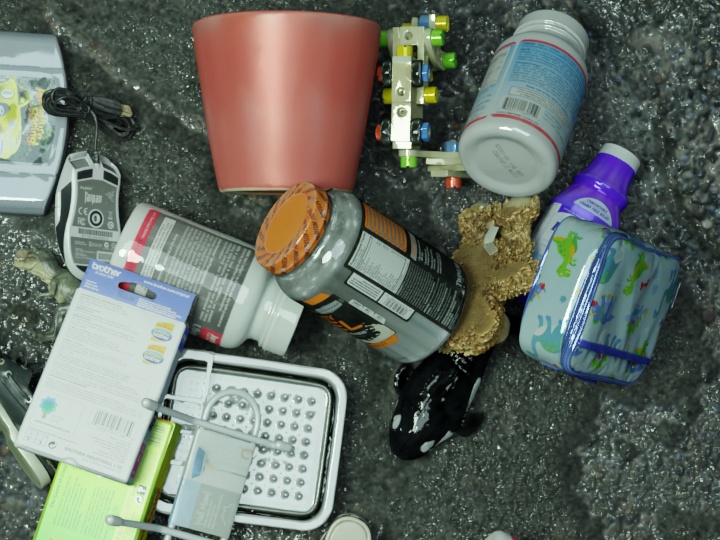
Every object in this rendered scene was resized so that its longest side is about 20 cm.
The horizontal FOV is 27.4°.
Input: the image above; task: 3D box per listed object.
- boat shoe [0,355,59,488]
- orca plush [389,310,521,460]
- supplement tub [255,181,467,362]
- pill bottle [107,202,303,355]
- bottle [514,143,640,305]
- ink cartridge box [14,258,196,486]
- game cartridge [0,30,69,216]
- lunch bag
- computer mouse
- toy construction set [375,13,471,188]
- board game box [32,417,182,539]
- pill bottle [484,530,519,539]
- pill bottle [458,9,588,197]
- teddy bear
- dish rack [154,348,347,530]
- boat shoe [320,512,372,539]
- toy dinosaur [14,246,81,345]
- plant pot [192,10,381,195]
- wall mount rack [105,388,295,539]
[{"bbox_3d":[-0.353,0.122,1.512,0.066,0.075,0.199,-32,90,-24],"label":"boat shoe"},{"bbox_3d":[0.106,0.118,1.566,0.200,0.071,0.105,-36,86,-11],"label":"orca plush"},{"bbox_3d":[0.000,0.000,1.487,0.200,0.123,0.123,32,77,-27],"label":"supplement tub"},{"bbox_3d":[-0.157,0.015,1.533,0.200,0.111,0.111,22,79,-2],"label":"pill bottle"},{"bbox_3d":[0.238,-0.045,1.611,0.084,0.065,0.200,33,78,-5],"label":"bottle"},{"bbox_3d":[-0.249,0.100,1.462,0.119,0.042,0.200,18,79,5],"label":"ink cartridge box"},{"bbox_3d":[-0.379,-0.159,1.576,0.133,0.041,0.200,3,80,-10],"label":"game cartridge"},{"bbox_3d":[0.250,0.038,1.528,0.082,0.200,0.161,23,92,34],"label":"lunch bag"},{"bbox_3d":[-0.292,-0.087,1.558,0.110,0.044,0.200,9,82,-46],"label":"computer mouse"},{"bbox_3d":[0.066,-0.183,1.594,0.092,0.131,0.200,-14,88,15],"label":"toy construction set"},{"bbox_3d":[-0.260,0.236,1.479,0.102,0.048,0.200,16,80,6],"label":"board game box"},{"bbox_3d":[0.199,0.364,1.512,0.200,0.120,0.120,29,79,-1],"label":"pill bottle"},{"bbox_3d":[0.182,-0.184,1.583,0.109,0.109,0.200,25,55,-2],"label":"pill bottle"},{"bbox_3d":[0.140,0.004,1.561,0.145,0.067,0.200,-22,47,24],"label":"teddy bear"},{"bbox_3d":[-0.121,0.178,1.545,0.200,0.044,0.172,8,79,-5],"label":"dish rack"},{"bbox_3d":[-0.040,0.347,1.526,0.067,0.057,0.200,24,84,1],"label":"boat shoe"},{"bbox_3d":[-0.294,0.055,1.546,0.200,0.047,0.088,36,72,-3],"label":"toy dinosaur"},{"bbox_3d":[-0.077,-0.169,1.543,0.200,0.200,0.177,0,91,-7],"label":"plant pot"},{"bbox_3d":[-0.162,0.207,1.460,0.174,0.075,0.200,20,80,-23],"label":"wall mount rack"}]
